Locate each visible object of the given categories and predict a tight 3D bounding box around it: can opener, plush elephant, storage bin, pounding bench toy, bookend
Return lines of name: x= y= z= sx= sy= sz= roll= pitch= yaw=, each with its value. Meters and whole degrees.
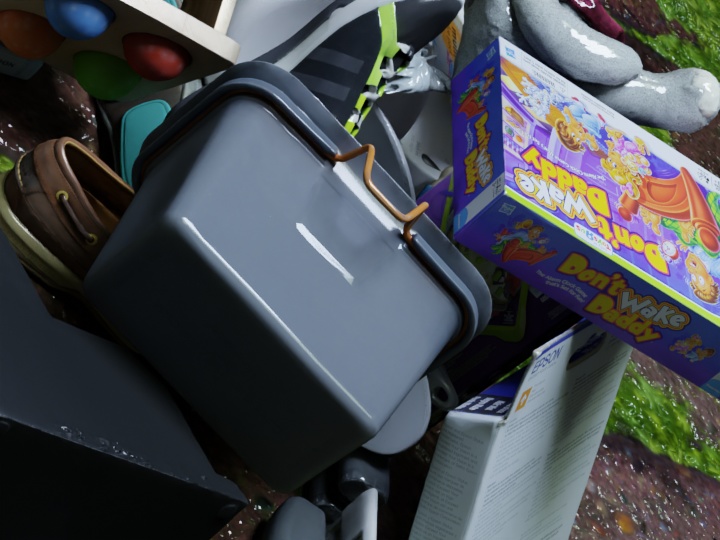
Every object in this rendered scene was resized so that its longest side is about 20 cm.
can opener: x=-0.014 y=0.120 z=1.464 sx=0.066 sy=0.053 sz=0.200 roll=38 pitch=32 yaw=-21
plush elephant: x=0.105 y=-0.178 z=1.517 sx=0.200 sy=0.155 sz=0.165 roll=2 pitch=16 yaw=-20
storage bin: x=-0.040 y=0.009 z=1.341 sx=0.200 sy=0.146 sz=0.134 roll=46 pitch=36 yaw=-11
pounding bench toy: x=-0.159 y=-0.181 z=1.506 sx=0.124 sy=0.200 sz=0.156 roll=27 pitch=68 yaw=-31
bookend: x=-0.185 y=0.051 z=1.275 sx=0.199 sy=0.092 sz=0.200 roll=26 pitch=25 yaw=-54

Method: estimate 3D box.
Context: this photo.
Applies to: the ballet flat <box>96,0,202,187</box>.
ballet flat: x=-0.124 y=-0.092 z=1.562 sx=0.064 sy=0.067 sz=0.200 roll=60 pitch=16 yaw=-47

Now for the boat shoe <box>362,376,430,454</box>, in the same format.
boat shoe: x=-0.023 y=0.018 z=1.481 sx=0.200 sy=0.069 sz=0.057 roll=56 pitch=2 yaw=7

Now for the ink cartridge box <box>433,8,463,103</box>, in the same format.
ink cartridge box: x=0.099 y=-0.136 z=1.696 sx=0.200 sy=0.068 sz=0.115 roll=61 pitch=-12 yaw=22

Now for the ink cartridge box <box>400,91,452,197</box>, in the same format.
ink cartridge box: x=0.062 y=-0.054 z=1.746 sx=0.200 sy=0.067 sz=0.116 roll=37 pitch=31 yaw=-21

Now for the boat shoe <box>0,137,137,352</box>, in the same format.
boat shoe: x=-0.118 y=0.000 z=1.444 sx=0.200 sy=0.068 sz=0.072 roll=38 pitch=32 yaw=-20

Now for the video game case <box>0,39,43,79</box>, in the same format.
video game case: x=-0.283 y=-0.215 z=1.508 sx=0.182 sy=0.023 sz=0.200 roll=16 pitch=45 yaw=-44

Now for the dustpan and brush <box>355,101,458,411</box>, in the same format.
dustpan and brush: x=0.000 y=0.000 z=1.522 sx=0.200 sy=0.140 sz=0.057 roll=51 pitch=18 yaw=6

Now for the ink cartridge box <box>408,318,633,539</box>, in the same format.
ink cartridge box: x=0.096 y=0.102 z=1.498 sx=0.041 sy=0.200 sz=0.200 roll=26 pitch=23 yaw=20

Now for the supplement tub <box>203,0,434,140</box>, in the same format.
supplement tub: x=-0.035 y=-0.169 z=1.650 sx=0.145 sy=0.145 sz=0.200 roll=35 pitch=21 yaw=-25

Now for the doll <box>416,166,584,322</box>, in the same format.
doll: x=0.068 y=0.000 z=1.656 sx=0.200 sy=0.048 sz=0.137 roll=-6 pitch=94 yaw=-26

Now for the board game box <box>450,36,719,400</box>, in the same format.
board game box: x=0.141 y=-0.029 z=1.447 sx=0.200 sy=0.045 sz=0.135 roll=30 pitch=38 yaw=-25

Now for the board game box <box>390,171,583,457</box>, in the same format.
board game box: x=0.058 y=0.011 z=1.535 sx=0.032 sy=0.200 sz=0.120 roll=3 pitch=55 yaw=-57

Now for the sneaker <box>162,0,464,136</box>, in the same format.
sneaker: x=-0.017 y=-0.089 z=1.435 sx=0.083 sy=0.200 sz=0.072 roll=59 pitch=6 yaw=17
